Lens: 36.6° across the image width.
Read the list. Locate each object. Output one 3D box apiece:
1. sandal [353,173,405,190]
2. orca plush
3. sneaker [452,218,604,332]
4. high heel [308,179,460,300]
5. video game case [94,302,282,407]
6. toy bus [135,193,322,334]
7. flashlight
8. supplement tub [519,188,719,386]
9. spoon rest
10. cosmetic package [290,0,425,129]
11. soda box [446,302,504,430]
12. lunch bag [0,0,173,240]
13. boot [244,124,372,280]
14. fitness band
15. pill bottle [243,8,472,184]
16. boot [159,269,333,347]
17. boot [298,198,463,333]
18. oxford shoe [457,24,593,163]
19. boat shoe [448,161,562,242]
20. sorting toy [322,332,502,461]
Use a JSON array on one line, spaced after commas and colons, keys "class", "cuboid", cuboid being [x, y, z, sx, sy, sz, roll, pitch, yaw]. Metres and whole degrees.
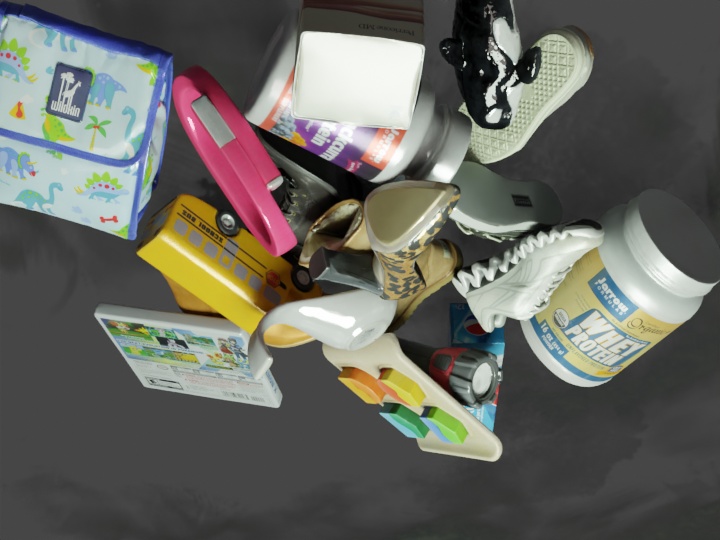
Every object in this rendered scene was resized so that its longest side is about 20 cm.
[{"class": "sandal", "cuboid": [-0.006, -0.154, 1.104, 0.076, 0.043, 0.200, -37, 116, 26]}, {"class": "orca plush", "cuboid": [0.107, -0.210, 0.973, 0.070, 0.105, 0.202, -27, 146, -27]}, {"class": "sneaker", "cuboid": [0.188, 0.004, 1.168, 0.074, 0.082, 0.199, -14, 169, -42]}, {"class": "high heel", "cuboid": [0.060, -0.030, 1.053, 0.141, 0.073, 0.199, 11, 151, -39]}, {"class": "video game case", "cuboid": [-0.210, 0.106, 1.351, 0.196, 0.022, 0.183, 7, 147, 17]}, {"class": "toy bus", "cuboid": [-0.137, 0.000, 1.168, 0.199, 0.079, 0.065, 38, 137, -23]}, {"class": "flashlight", "cuboid": [0.076, 0.112, 1.303, 0.198, 0.067, 0.069, 11, 111, 46]}, {"class": "supplement tub", "cuboid": [0.284, 0.020, 1.198, 0.143, 0.146, 0.200, 23, 134, -22]}, {"class": "spoon rest", "cuboid": [-0.040, 0.057, 1.155, 0.198, 0.061, 0.100, -15, 152, -41]}, {"class": "cosmetic package", "cuboid": [-0.001, -0.220, 0.904, 0.101, 0.202, 0.088, 5, 139, -6]}, {"class": "soda box", "cuboid": [0.142, 0.130, 1.384, 0.066, 0.065, 0.202, 1, 138, 1]}, {"class": "lunch bag", "cuboid": [-0.274, -0.148, 1.052, 0.167, 0.129, 0.202, 15, 130, -6]}, {"class": "boot", "cuboid": [-0.080, -0.063, 1.177, 0.199, 0.070, 0.173, 33, 129, -32]}, {"class": "fitness band", "cuboid": [-0.122, -0.106, 1.058, 0.037, 0.202, 0.144, -32, 176, -12]}, {"class": "pill bottle", "cuboid": [0.001, -0.149, 1.014, 0.197, 0.113, 0.112, 24, 134, -16]}, {"class": "boot", "cuboid": [-0.129, 0.024, 1.268, 0.197, 0.072, 0.145, -4, 143, 15]}, {"class": "boot", "cuboid": [0.000, 0.000, 1.198, 0.175, 0.067, 0.199, -43, 148, 24]}, {"class": "oxford shoe", "cuboid": [0.159, -0.169, 1.060, 0.076, 0.057, 0.200, 53, 139, 5]}, {"class": "boat shoe", "cuboid": [0.133, -0.061, 1.130, 0.198, 0.072, 0.063, 7, 151, -46]}, {"class": "sorting toy", "cuboid": [0.054, 0.154, 1.286, 0.200, 0.037, 0.184, 46, 157, -18]}]
